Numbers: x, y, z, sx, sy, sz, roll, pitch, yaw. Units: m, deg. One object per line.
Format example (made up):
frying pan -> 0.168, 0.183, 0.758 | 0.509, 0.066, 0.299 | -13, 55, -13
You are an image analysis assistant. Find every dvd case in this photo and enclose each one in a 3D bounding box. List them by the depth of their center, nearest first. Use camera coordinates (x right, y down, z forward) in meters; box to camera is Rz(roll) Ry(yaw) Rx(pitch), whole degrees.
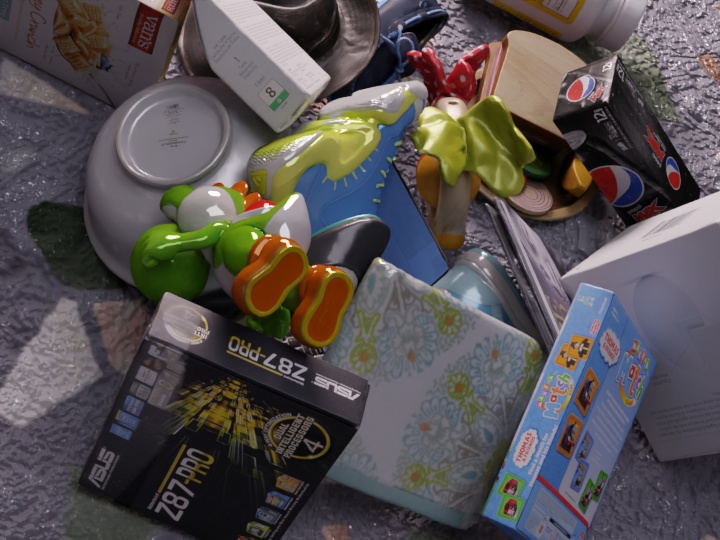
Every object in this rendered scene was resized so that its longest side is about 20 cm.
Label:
dvd case -> 0.176, 0.026, 1.113 | 0.199, 0.016, 0.151 | 28, 38, -62

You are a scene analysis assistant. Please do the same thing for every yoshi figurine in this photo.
yoshi figurine -> -0.100, 0.002, 0.882 | 0.111, 0.114, 0.199 | -17, 27, -30

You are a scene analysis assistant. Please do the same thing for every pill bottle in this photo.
pill bottle -> 0.213, -0.321, 1.358 | 0.198, 0.112, 0.112 | 26, 54, -8

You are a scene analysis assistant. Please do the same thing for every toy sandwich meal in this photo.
toy sandwich meal -> 0.177, -0.147, 1.262 | 0.202, 0.070, 0.208 | 11, 57, -18

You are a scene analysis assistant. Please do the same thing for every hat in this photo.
hat -> -0.082, -0.244, 1.156 | 0.197, 0.081, 0.204 | -2, 69, 5

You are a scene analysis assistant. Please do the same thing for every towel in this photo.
towel -> 0.049, 0.104, 0.993 | 0.198, 0.048, 0.173 | 26, 89, -31

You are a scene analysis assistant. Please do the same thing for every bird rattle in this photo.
bird rattle -> 0.077, -0.114, 1.149 | 0.111, 0.166, 0.201 | -1, 29, -13

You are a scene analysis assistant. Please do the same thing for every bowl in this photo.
bowl -> -0.145, -0.089, 1.022 | 0.197, 0.091, 0.204 | -2, 63, 5

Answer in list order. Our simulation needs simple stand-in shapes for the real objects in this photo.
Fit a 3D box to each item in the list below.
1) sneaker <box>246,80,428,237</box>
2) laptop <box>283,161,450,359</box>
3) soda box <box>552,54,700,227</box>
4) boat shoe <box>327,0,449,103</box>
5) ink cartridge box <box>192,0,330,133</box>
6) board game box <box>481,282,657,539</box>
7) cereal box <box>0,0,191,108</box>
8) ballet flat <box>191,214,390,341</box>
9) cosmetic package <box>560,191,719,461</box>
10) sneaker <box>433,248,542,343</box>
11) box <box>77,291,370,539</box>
sneaker -> -0.008, -0.082, 1.019 | 0.199, 0.075, 0.107 | -32, 111, -36
laptop -> -0.063, -0.022, 1.034 | 0.197, 0.117, 0.189 | -9, 54, -28
soda box -> 0.269, -0.114, 1.230 | 0.200, 0.063, 0.072 | 47, 46, -33
boat shoe -> 0.033, -0.227, 1.236 | 0.068, 0.085, 0.201 | 27, 55, 8
ink cartridge box -> -0.115, -0.208, 1.038 | 0.200, 0.050, 0.161 | 42, 13, -5
board game box -> 0.177, 0.133, 1.015 | 0.036, 0.151, 0.202 | 18, 74, 34
cereal box -> -0.255, -0.226, 1.070 | 0.198, 0.144, 0.040 | 26, 54, -6
ballet flat -> -0.059, 0.028, 0.960 | 0.197, 0.073, 0.074 | -25, 68, 4
cosmetic package -> 0.322, 0.045, 1.103 | 0.122, 0.198, 0.202 | -31, 95, -35
sneaker -> 0.109, 0.097, 1.092 | 0.130, 0.080, 0.201 | -33, 87, -20
box -> -0.103, 0.120, 0.895 | 0.159, 0.201, 0.049 | 26, 43, -8
